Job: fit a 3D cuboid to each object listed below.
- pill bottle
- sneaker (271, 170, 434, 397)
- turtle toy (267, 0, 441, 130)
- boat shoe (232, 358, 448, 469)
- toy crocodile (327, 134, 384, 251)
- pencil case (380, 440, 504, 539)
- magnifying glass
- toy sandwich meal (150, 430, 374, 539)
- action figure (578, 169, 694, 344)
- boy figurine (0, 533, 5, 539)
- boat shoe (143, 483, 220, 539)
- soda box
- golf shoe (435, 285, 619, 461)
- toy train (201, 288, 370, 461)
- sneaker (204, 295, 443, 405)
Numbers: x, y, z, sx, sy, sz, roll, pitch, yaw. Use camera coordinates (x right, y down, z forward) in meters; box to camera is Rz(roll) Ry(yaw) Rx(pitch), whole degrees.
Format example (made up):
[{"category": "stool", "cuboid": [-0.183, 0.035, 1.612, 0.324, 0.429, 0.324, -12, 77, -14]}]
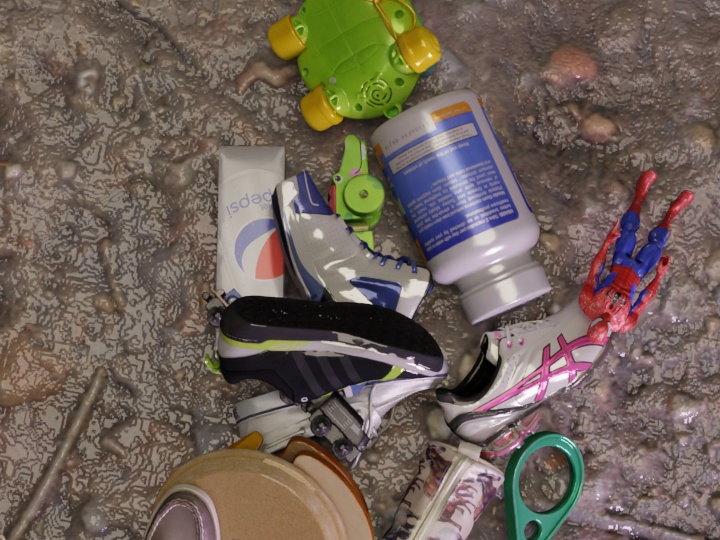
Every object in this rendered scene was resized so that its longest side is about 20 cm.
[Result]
[{"category": "pill bottle", "cuboid": [0.097, -0.056, 1.593, 0.112, 0.112, 0.200, -23, 83, -6]}, {"category": "sneaker", "cuboid": [0.000, 0.001, 1.536, 0.115, 0.081, 0.200, -21, 90, -9]}, {"category": "turtle toy", "cuboid": [-0.005, -0.228, 1.618, 0.146, 0.101, 0.200, -29, 79, 19]}, {"category": "boat shoe", "cuboid": [-0.011, 0.137, 1.577, 0.202, 0.075, 0.086, -15, 82, -2]}, {"category": "toy crocodile", "cuboid": [-0.007, -0.026, 1.605, 0.062, 0.068, 0.200, -3, 81, -3]}, {"category": "pencil case", "cuboid": [0.053, 0.246, 1.555, 0.078, 0.089, 0.200, 30, 80, 2]}, {"category": "magnifying glass", "cuboid": [0.153, 0.245, 1.582, 0.079, 0.022, 0.200, 19, 88, -29]}, {"category": "toy sandwich meal", "cuboid": [-0.091, 0.233, 1.553, 0.205, 0.070, 0.206, 4, 109, 12]}, {"category": "action figure", "cuboid": [0.248, -0.009, 1.584, 0.065, 0.052, 0.200, 31, 57, -2]}, {"category": "boy figurine", "cuboid": [-0.335, 0.299, 1.543, 0.200, 0.064, 0.124, 26, 81, 1]}, {"category": "boat shoe", "cuboid": [-0.174, 0.286, 1.515, 0.072, 0.060, 0.200, 20, 107, 8]}, {"category": "soda box", "cuboid": [-0.101, -0.012, 1.600, 0.063, 0.068, 0.200, 1, 80, -2]}, {"category": "golf shoe", "cuboid": [0.158, 0.079, 1.580, 0.200, 0.073, 0.092, -45, 113, -9]}, {"category": "toy train", "cuboid": [-0.065, 0.087, 1.536, 0.046, 0.034, 0.200, -43, 87, -7]}, {"category": "sneaker", "cuboid": [-0.031, 0.074, 1.470, 0.200, 0.072, 0.083, 10, 117, -7]}]
